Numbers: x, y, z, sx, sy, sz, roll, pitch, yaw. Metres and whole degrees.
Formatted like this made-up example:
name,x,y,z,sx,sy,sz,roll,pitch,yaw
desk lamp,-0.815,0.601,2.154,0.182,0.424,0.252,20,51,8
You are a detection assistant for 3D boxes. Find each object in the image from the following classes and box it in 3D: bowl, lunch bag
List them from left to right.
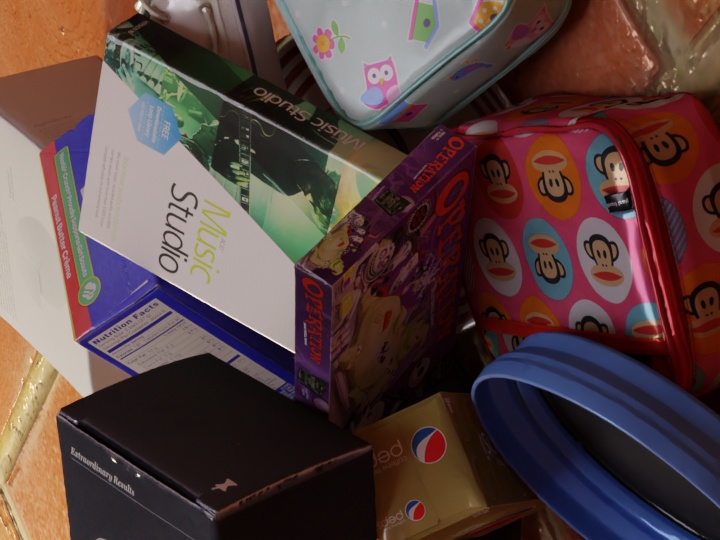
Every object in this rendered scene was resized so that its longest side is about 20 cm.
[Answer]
name,x,y,z,sx,sy,sz,roll,pitch,yaw
lunch bag,0.016,-0.183,1.169,0.160,0.077,0.200,-40,67,38
lunch bag,0.126,-0.002,1.119,0.200,0.082,0.176,5,113,63
bowl,0.146,0.105,1.081,0.201,0.039,0.201,36,163,13

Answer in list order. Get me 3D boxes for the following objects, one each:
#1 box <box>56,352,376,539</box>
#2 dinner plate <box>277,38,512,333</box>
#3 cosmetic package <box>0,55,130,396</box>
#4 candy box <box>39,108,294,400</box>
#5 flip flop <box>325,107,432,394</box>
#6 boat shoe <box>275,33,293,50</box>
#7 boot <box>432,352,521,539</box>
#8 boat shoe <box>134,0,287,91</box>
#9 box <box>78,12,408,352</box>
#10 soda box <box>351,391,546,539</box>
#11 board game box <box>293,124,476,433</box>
name,x,y,z,sx,sy,sz,roll,pitch,yaw
box,-0.073,0.167,1.141,0.148,0.104,0.200,27,127,45
dinner plate,0.018,-0.054,1.267,0.200,0.024,0.200,11,115,24
cosmetic package,-0.205,-0.035,1.664,0.200,0.123,0.199,35,135,49
candy box,-0.104,0.008,1.379,0.077,0.200,0.169,-34,46,20
flip flop,0.000,0.000,1.242,0.081,0.058,0.200,11,128,25
boat shoe,-0.031,-0.119,1.357,0.200,0.072,0.068,-32,77,50
boot,0.047,0.104,1.355,0.097,0.075,0.200,143,108,-81
boat shoe,-0.092,-0.145,1.216,0.071,0.070,0.200,-131,24,-61
box,-0.063,-0.038,1.199,0.200,0.036,0.144,28,131,16
soda box,0.056,0.111,1.195,0.068,0.064,0.200,67,-164,11
board game box,0.011,0.027,1.141,0.032,0.120,0.200,29,147,19
